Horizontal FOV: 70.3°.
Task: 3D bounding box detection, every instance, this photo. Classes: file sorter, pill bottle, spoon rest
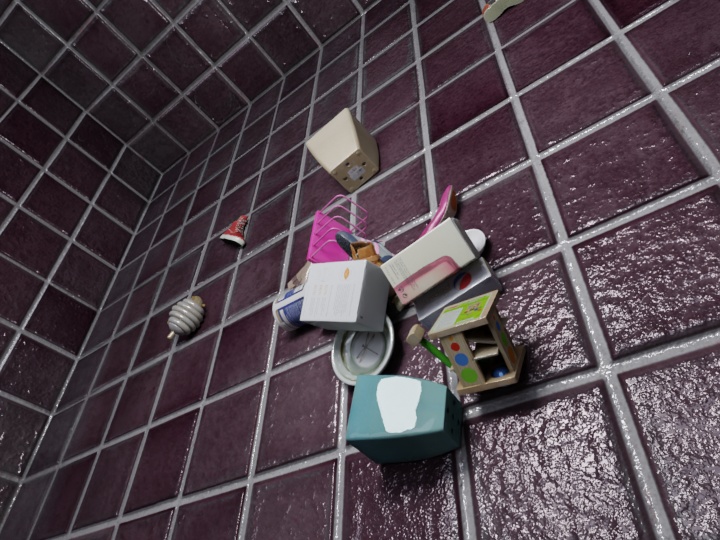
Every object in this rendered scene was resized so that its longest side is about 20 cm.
[{"bbox_3d":[-0.060,-0.106,1.557,0.125,0.138,0.202,-37,34,40],"label":"file sorter"},{"bbox_3d":[-0.156,0.096,1.517,0.198,0.111,0.112,-26,41,28],"label":"pill bottle"},{"bbox_3d":[0.226,-0.031,1.275,0.199,0.061,0.100,-41,36,12],"label":"spoon rest"}]

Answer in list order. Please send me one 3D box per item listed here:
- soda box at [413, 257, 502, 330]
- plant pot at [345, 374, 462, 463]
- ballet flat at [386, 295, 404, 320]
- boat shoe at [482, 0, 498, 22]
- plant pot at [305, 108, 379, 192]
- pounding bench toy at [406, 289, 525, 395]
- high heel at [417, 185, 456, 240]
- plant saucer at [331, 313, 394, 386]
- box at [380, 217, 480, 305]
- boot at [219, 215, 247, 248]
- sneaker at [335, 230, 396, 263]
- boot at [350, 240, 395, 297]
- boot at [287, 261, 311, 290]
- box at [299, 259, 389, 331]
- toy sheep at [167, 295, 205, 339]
[{"bbox_3d":[0.224,0.059,1.191,0.199,0.064,0.069,-35,38,18],"label":"soda box"},{"bbox_3d":[0.097,0.301,1.040,0.197,0.142,0.143,-11,49,30],"label":"plant pot"},{"bbox_3d":[0.035,0.116,1.341,0.198,0.057,0.067,-30,31,23],"label":"ballet flat"},{"bbox_3d":[0.526,-0.978,1.836,0.199,0.071,0.063,-30,36,31],"label":"boat shoe"},{"bbox_3d":[-0.044,-0.403,1.807,0.199,0.200,0.179,-36,48,16],"label":"plant pot"},{"bbox_3d":[0.207,0.161,1.024,0.198,0.158,0.124,-22,10,32],"label":"pounding bench toy"},{"bbox_3d":[0.205,-0.142,1.396,0.095,0.067,0.203,-1,69,33],"label":"high heel"},{"bbox_3d":[0.014,0.194,1.284,0.198,0.050,0.203,-23,53,33],"label":"plant saucer"},{"bbox_3d":[0.165,-0.022,1.194,0.199,0.110,0.128,-34,-7,18],"label":"box"},{"bbox_3d":[-0.519,-0.175,2.193,0.145,0.072,0.199,-55,32,-13],"label":"boot"},{"bbox_3d":[0.023,-0.061,1.433,0.082,0.199,0.070,-54,-1,-27],"label":"sneaker"},{"bbox_3d":[0.000,0.000,1.385,0.076,0.157,0.199,-37,20,-28],"label":"boot"},{"bbox_3d":[-0.175,0.008,1.657,0.145,0.070,0.202,-36,37,20],"label":"boot"},{"bbox_3d":[-0.038,0.066,1.281,0.198,0.106,0.155,-3,71,42],"label":"box"},{"bbox_3d":[-0.678,0.184,1.976,0.137,0.138,0.202,-3,51,45],"label":"toy sheep"}]
